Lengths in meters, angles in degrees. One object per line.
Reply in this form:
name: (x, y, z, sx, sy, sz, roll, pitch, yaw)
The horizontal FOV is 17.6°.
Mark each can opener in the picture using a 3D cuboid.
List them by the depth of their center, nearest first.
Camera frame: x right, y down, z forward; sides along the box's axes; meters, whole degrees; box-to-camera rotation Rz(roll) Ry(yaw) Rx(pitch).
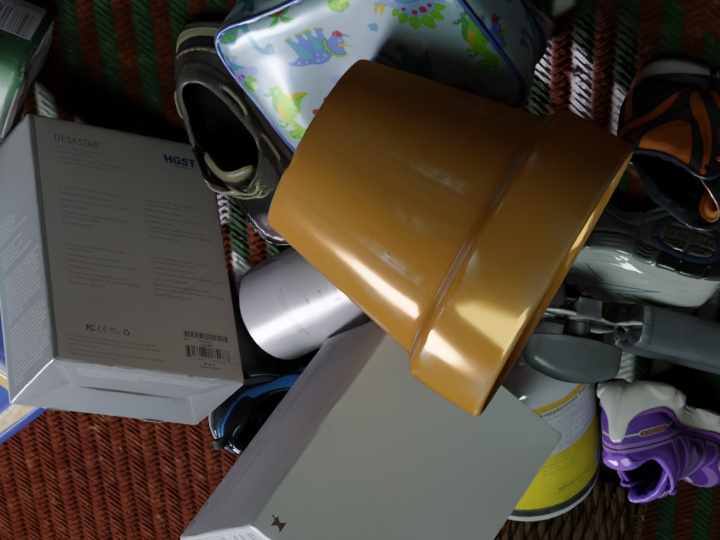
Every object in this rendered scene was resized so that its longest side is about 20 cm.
can opener: (0.198, 0.059, 1.668, 0.199, 0.067, 0.053, 14, 169, -29)

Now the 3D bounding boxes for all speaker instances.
speaker: (0.000, 0.000, 1.737, 0.081, 0.081, 0.200, 42, 135, -22)

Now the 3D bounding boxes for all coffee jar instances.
coffee jar: (-0.328, -0.178, 1.684, 0.199, 0.086, 0.104, 25, 138, -3)

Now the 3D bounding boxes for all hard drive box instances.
hard drive box: (-0.179, 0.000, 1.688, 0.155, 0.201, 0.077, 10, 147, -32)

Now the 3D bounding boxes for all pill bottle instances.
pill bottle: (0.121, 0.087, 1.757, 0.111, 0.112, 0.201, 6, 136, 17)

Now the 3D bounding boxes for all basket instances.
basket: (0.133, 0.262, 1.866, 0.148, 0.200, 0.143, 17, 132, 2)

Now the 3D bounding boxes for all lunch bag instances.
lunch bag: (0.015, -0.152, 1.572, 0.199, 0.083, 0.161, -19, 125, 35)

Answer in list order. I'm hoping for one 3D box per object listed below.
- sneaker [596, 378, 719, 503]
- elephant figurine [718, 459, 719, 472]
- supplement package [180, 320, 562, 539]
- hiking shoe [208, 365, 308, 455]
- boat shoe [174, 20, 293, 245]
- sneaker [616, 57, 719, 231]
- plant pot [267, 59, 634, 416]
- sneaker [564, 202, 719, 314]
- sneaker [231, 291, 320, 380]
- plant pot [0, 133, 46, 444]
sneaker: (0.222, 0.138, 1.755, 0.080, 0.084, 0.200, 3, 167, 31)
elephant figurine: (0.358, 0.071, 1.643, 0.200, 0.155, 0.142, -1, 103, 59)
supplement package: (0.004, 0.154, 1.642, 0.147, 0.192, 0.200, 39, 162, -9)
hiking shoe: (-0.018, 0.100, 1.791, 0.199, 0.087, 0.075, -23, 104, -3)
boat shoe: (-0.092, -0.087, 1.691, 0.074, 0.074, 0.200, -5, 132, 26)
sneaker: (0.265, -0.070, 1.533, 0.199, 0.112, 0.078, 8, 137, 15)
plant pot: (0.048, -0.038, 1.502, 0.183, 0.200, 0.201, 31, 139, 6)
sneaker: (0.166, -0.013, 1.668, 0.199, 0.075, 0.087, 20, 144, 3)
sneaker: (-0.046, 0.080, 1.866, 0.079, 0.076, 0.200, -34, 115, 17)
plant pot: (-0.306, 0.024, 1.817, 0.200, 0.180, 0.200, 38, 136, -19)
